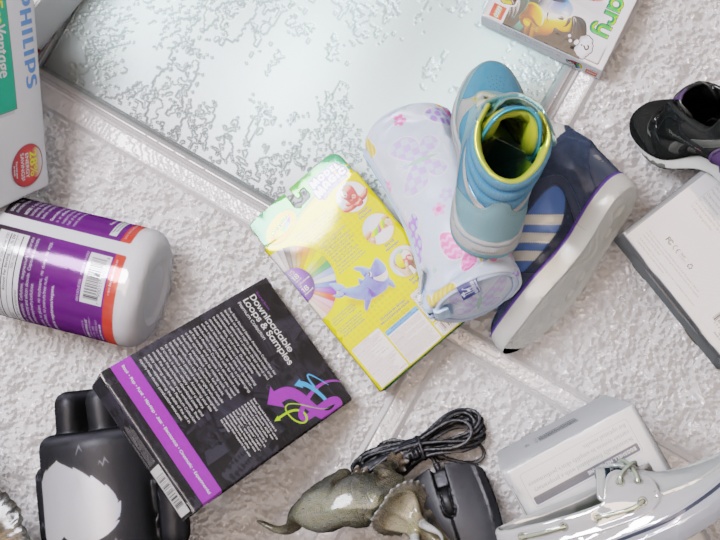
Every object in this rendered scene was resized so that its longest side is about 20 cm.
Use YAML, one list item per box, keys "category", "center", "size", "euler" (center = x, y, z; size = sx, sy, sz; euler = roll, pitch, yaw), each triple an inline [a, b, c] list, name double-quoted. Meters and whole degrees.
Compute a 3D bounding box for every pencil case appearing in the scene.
- category: "pencil case"
  center: [0.071, -0.052, 1.044]
  size: [0.090, 0.083, 0.201]
  euler: [-27, 64, 16]

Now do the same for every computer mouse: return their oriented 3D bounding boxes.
- category: "computer mouse"
  center: [0.082, 0.240, 1.066]
  size: [0.138, 0.053, 0.201]
  euler: [-24, 84, 3]

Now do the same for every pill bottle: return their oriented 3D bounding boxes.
- category: "pill bottle"
  center: [-0.284, -0.003, 1.089]
  size: [0.199, 0.112, 0.113]
  euler: [14, 88, 7]

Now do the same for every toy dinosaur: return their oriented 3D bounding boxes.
- category: "toy dinosaur"
  center: [-0.009, 0.201, 1.022]
  size: [0.199, 0.102, 0.078]
  euler: [0, 88, 21]

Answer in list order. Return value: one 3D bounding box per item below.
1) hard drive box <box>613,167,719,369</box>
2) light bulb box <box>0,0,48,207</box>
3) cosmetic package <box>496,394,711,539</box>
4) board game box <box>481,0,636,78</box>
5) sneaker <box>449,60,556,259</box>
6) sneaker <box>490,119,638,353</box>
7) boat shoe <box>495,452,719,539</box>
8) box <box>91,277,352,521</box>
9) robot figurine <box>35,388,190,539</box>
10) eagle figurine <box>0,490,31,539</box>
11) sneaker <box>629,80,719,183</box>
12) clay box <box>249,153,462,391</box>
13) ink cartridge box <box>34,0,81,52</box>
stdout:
- category: "hard drive box"
  center: [0.356, -0.032, 1.044]
  size: [0.200, 0.077, 0.156]
  euler: [-38, 84, 3]
- category: "light bulb box"
  center: [-0.402, -0.167, 1.044]
  size: [0.199, 0.125, 0.200]
  euler: [15, 119, 24]
- category: "cosmetic package"
  center: [0.215, 0.221, 0.980]
  size: [0.122, 0.199, 0.201]
  euler: [-28, 84, 3]
- category: "board game box"
  center: [0.212, -0.299, 1.096]
  size: [0.126, 0.035, 0.201]
  euler: [25, 89, 6]
- category: "sneaker"
  center: [0.121, -0.124, 0.966]
  size: [0.079, 0.131, 0.201]
  euler: [6, 57, -5]
- category: "sneaker"
  center: [0.148, -0.042, 1.077]
  size: [0.146, 0.080, 0.201]
  euler: [43, 109, 28]
- category: "boat shoe"
  center: [0.192, 0.172, 0.847]
  size: [0.199, 0.074, 0.067]
  euler: [-30, 86, 4]
- category: "box"
  center: [-0.119, 0.110, 1.046]
  size: [0.200, 0.036, 0.143]
  euler: [-31, 82, -37]
- category: "robot figurine"
  center: [-0.228, 0.207, 1.062]
  size: [0.124, 0.150, 0.202]
  euler: [-5, 85, -18]
- category: "eagle figurine"
  center: [-0.374, 0.254, 1.065]
  size: [0.151, 0.151, 0.201]
  euler: [-32, 55, 16]
- category: "sneaker"
  center: [0.290, -0.133, 0.997]
  size: [0.076, 0.200, 0.088]
  euler: [-42, 118, -5]
- category: "clay box"
  center: [0.000, 0.000, 1.092]
  size: [0.115, 0.048, 0.200]
  euler: [-39, 82, 2]
- category: "ink cartridge box"
  center: [-0.338, -0.307, 1.128]
  size: [0.147, 0.083, 0.200]
  euler: [41, 92, 6]
